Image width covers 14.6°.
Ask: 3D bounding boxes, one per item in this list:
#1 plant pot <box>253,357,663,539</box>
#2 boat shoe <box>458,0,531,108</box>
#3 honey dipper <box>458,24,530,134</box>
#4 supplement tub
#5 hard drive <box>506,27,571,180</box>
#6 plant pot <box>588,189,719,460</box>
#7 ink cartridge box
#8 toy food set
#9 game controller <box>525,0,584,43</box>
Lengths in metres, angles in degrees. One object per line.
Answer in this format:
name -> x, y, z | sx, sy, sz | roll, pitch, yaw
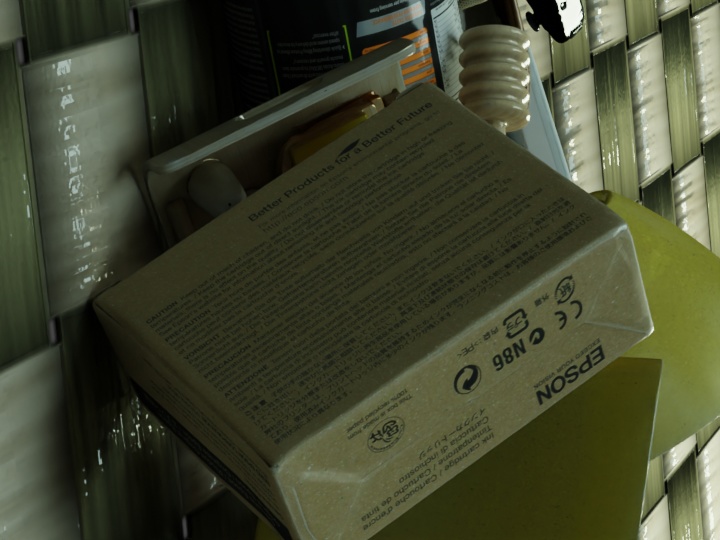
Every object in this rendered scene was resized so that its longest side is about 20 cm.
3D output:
plant pot -> 0.038, 0.155, 1.342 | 0.200, 0.175, 0.201 | 90, 11, -64
boat shoe -> 0.052, -0.164, 1.521 | 0.076, 0.072, 0.201 | -31, 117, -27
honey dipper -> 0.065, -0.024, 1.404 | 0.038, 0.038, 0.201 | 43, 46, -63
supplement tub -> -0.008, -0.126, 1.456 | 0.123, 0.122, 0.201 | -56, 140, -59
hard drive -> 0.103, -0.053, 1.669 | 0.132, 0.027, 0.201 | 118, -44, -82
plant pot -> 0.160, 0.033, 1.869 | 0.142, 0.199, 0.200 | 56, 27, -11
ink cartridge box -> 0.006, 0.021, 1.283 | 0.200, 0.165, 0.075 | -34, 131, -15
toy food set -> -0.013, -0.004, 1.393 | 0.060, 0.143, 0.201 | 43, -24, 50
game controller -> 0.081, -0.203, 1.566 | 0.104, 0.042, 0.200 | 49, -6, 25
